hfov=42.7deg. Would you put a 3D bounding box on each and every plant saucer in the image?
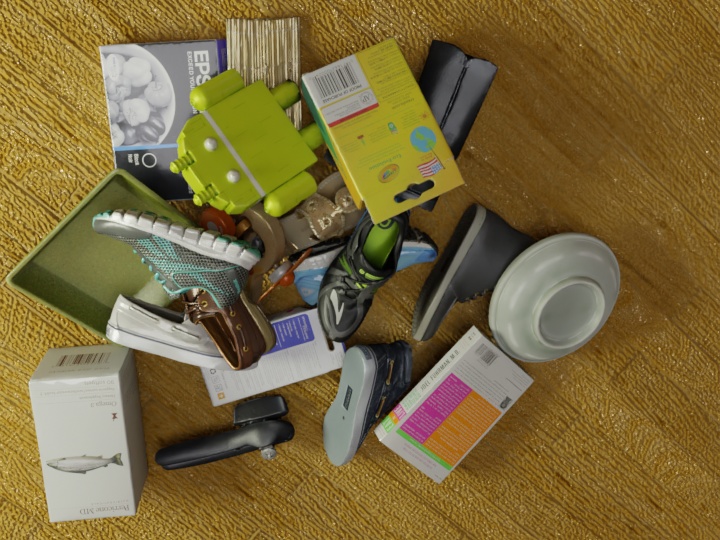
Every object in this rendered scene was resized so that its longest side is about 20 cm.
[{"bbox_3d":[-0.308,-0.021,1.163,0.200,0.048,0.200,-43,135,7],"label":"plant saucer"},{"bbox_3d":[0.271,0.048,1.238,0.199,0.050,0.201,-9,121,-16],"label":"plant saucer"}]

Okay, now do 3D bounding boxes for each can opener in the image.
[{"bbox_3d":[-0.187,0.240,1.284,0.199,0.079,0.064,-20,146,4],"label":"can opener"}]

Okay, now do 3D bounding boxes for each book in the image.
[{"bbox_3d":[0.130,0.186,1.276,0.200,0.048,0.133,-46,126,6],"label":"book"}]

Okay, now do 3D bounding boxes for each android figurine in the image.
[{"bbox_3d":[-0.134,-0.148,1.100,0.200,0.041,0.183,-35,92,-30],"label":"android figurine"}]

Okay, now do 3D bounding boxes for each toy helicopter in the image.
[{"bbox_3d":[-0.131,-0.002,1.174,0.132,0.079,0.201,30,136,20],"label":"toy helicopter"}]

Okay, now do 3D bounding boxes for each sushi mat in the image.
[{"bbox_3d":[-0.119,-0.215,1.158,0.095,0.012,0.202,-6,104,-23],"label":"sushi mat"}]

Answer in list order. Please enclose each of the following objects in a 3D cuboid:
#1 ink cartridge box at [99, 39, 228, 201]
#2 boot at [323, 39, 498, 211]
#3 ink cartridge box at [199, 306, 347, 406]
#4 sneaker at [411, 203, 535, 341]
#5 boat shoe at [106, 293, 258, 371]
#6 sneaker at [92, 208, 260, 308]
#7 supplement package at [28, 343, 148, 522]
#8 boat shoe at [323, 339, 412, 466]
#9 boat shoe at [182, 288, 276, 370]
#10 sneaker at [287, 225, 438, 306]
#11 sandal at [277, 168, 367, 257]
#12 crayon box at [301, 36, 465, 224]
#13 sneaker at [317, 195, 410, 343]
[{"bbox_3d":[-0.215,-0.188,1.160,0.198,0.043,0.200,-5,106,-6],"label":"ink cartridge box"},{"bbox_3d":[0.065,-0.198,1.171,0.164,0.066,0.201,22,104,-13],"label":"boot"},{"bbox_3d":[-0.121,0.111,1.258,0.198,0.037,0.095,-16,106,2],"label":"ink cartridge box"},{"bbox_3d":[0.152,0.022,1.238,0.106,0.075,0.201,26,101,-12],"label":"sneaker"},{"bbox_3d":[-0.222,0.078,1.188,0.199,0.072,0.066,16,98,-9],"label":"boat shoe"},{"bbox_3d":[-0.222,-0.013,1.075,0.199,0.078,0.092,18,95,1],"label":"sneaker"},{"bbox_3d":[-0.355,0.212,1.221,0.116,0.117,0.202,-4,107,-5],"label":"supplement package"},{"bbox_3d":[0.013,0.185,1.275,0.090,0.071,0.201,-7,128,-33],"label":"boat shoe"},{"bbox_3d":[-0.183,0.035,1.140,0.072,0.068,0.201,-21,108,47],"label":"boat shoe"},{"bbox_3d":[0.007,-0.002,1.220,0.198,0.078,0.091,-12,109,5],"label":"sneaker"},{"bbox_3d":[-0.056,-0.056,1.161,0.211,0.070,0.078,-27,116,26],"label":"sandal"},{"bbox_3d":[0.025,-0.162,1.107,0.126,0.051,0.201,-24,82,-8],"label":"crayon box"},{"bbox_3d":[0.000,0.000,1.134,0.070,0.083,0.201,25,106,-7],"label":"sneaker"}]
